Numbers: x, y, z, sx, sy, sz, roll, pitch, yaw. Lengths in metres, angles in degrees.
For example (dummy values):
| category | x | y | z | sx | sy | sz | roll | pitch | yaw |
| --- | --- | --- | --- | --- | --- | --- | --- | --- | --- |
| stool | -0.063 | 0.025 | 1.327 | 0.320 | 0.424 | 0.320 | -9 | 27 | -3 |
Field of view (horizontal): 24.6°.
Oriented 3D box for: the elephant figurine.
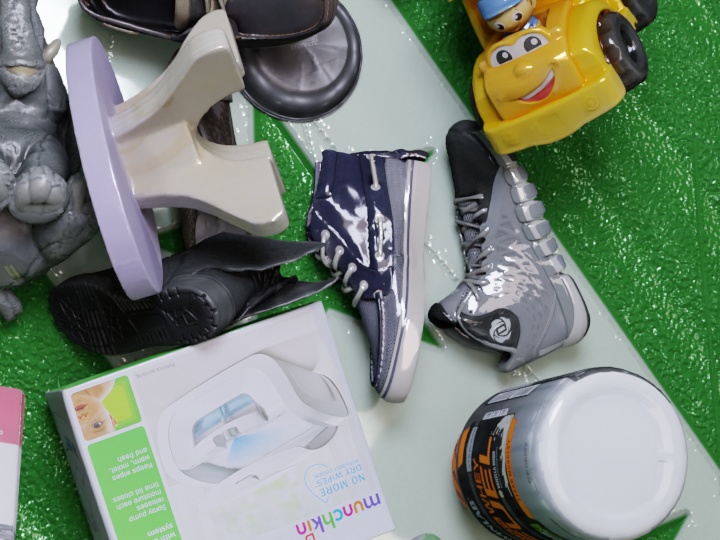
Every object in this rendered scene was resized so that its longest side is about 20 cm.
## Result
| category | x | y | z | sx | sy | sz | roll | pitch | yaw |
| --- | --- | --- | --- | --- | --- | --- | --- | --- | --- |
| elephant figurine | -0.245 | -0.101 | 1.182 | 0.141 | 0.154 | 0.201 | 37 | 36 | -43 |

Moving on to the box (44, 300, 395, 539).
| category | x | y | z | sx | sy | sz | roll | pitch | yaw |
| --- | --- | --- | --- | --- | --- | --- | --- | --- | --- |
| box | -0.102 | 0.138 | 1.190 | 0.199 | 0.097 | 0.178 | -18 | 90 | -18 |

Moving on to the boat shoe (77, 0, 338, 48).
| category | x | y | z | sx | sy | sz | roll | pitch | yaw |
| --- | --- | --- | --- | --- | --- | --- | --- | --- | --- |
| boat shoe | -0.117 | -0.194 | 1.220 | 0.198 | 0.073 | 0.075 | 3 | 113 | 14 |

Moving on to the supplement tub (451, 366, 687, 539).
| category | x | y | z | sx | sy | sz | roll | pitch | yaw |
| --- | --- | --- | --- | --- | --- | --- | --- | --- | --- |
| supplement tub | 0.146 | 0.141 | 1.222 | 0.122 | 0.200 | 0.124 | 3 | 79 | -17 |

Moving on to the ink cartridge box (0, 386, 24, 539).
| category | x | y | z | sx | sy | sz | roll | pitch | yaw |
| --- | --- | --- | --- | --- | --- | --- | --- | --- | --- |
| ink cartridge box | -0.271 | 0.193 | 1.066 | 0.082 | 0.147 | 0.201 | 9 | 49 | -17 |

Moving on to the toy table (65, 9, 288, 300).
| category | x | y | z | sx | sy | sz | roll | pitch | yaw |
| --- | --- | --- | --- | --- | --- | --- | --- | --- | --- |
| toy table | -0.124 | -0.086 | 1.136 | 0.116 | 0.184 | 0.201 | -18 | 71 | 1 |

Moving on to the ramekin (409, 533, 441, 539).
| category | x | y | z | sx | sy | sz | roll | pitch | yaw |
| --- | --- | --- | --- | --- | --- | --- | --- | --- | --- |
| ramekin | 0.011 | 0.275 | 1.162 | 0.200 | 0.200 | 0.098 | -37 | 86 | -20 |

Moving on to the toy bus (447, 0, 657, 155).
| category | x | y | z | sx | sy | sz | roll | pitch | yaw |
| --- | --- | --- | --- | --- | --- | --- | --- | --- | --- |
| toy bus | 0.124 | -0.217 | 1.250 | 0.192 | 0.135 | 0.201 | 52 | 33 | -28 |

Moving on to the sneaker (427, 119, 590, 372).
| category | x | y | z | sx | sy | sz | roll | pitch | yaw |
| --- | --- | --- | --- | --- | --- | --- | --- | --- | --- |
| sneaker | 0.092 | -0.011 | 1.299 | 0.115 | 0.075 | 0.201 | -29 | 91 | -18 |

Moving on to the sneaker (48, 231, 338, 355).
| category | x | y | z | sx | sy | sz | roll | pitch | yaw |
| --- | --- | --- | --- | --- | --- | --- | --- | --- | --- |
| sneaker | -0.123 | 0.013 | 1.193 | 0.104 | 0.199 | 0.060 | -37 | 118 | -48 |

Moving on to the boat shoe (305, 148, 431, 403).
| category | x | y | z | sx | sy | sz | roll | pitch | yaw |
| --- | --- | --- | --- | --- | --- | --- | --- | --- | --- |
| boat shoe | 0.000 | 0.000 | 1.273 | 0.092 | 0.075 | 0.202 | 7 | 71 | -10 |

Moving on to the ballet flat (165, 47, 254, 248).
| category | x | y | z | sx | sy | sz | roll | pitch | yaw |
| --- | --- | --- | --- | --- | --- | --- | --- | --- | --- |
| ballet flat | -0.119 | -0.072 | 1.260 | 0.067 | 0.046 | 0.202 | -9 | 89 | -43 |

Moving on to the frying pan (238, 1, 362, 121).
| category | x | y | z | sx | sy | sz | roll | pitch | yaw |
| --- | --- | --- | --- | --- | --- | --- | --- | --- | --- |
| frying pan | -0.045 | -0.213 | 1.314 | 0.114 | 0.031 | 0.192 | 10 | 80 | -18 |
